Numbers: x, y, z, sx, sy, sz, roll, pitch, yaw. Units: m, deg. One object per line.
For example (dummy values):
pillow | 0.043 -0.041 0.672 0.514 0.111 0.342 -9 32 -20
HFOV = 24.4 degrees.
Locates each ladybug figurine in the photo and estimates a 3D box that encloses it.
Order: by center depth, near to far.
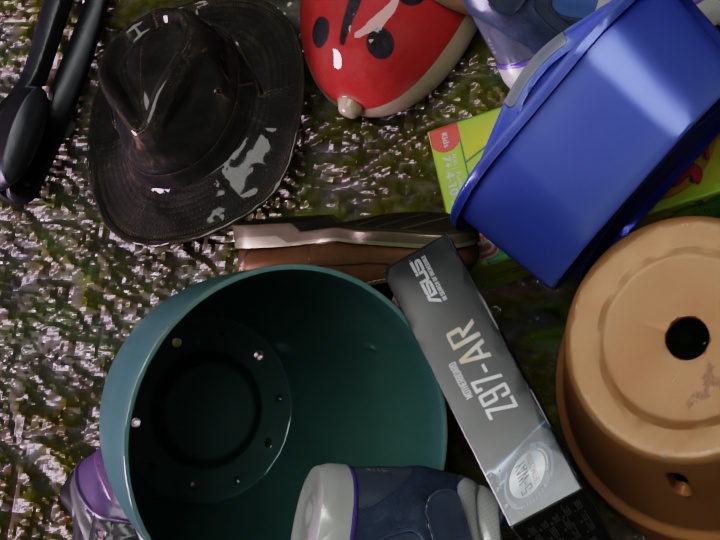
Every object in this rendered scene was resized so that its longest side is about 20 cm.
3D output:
ladybug figurine | 0.020 -0.202 1.142 0.134 0.072 0.202 11 79 23

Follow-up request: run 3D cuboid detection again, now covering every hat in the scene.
hat | -0.131 -0.122 1.158 0.198 0.081 0.203 -11 62 21

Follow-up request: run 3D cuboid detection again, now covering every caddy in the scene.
caddy | 0.134 -0.085 0.960 0.105 0.141 0.200 44 108 11

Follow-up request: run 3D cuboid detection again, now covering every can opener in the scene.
can opener | -0.226 -0.142 1.229 0.078 0.063 0.202 -3 61 48

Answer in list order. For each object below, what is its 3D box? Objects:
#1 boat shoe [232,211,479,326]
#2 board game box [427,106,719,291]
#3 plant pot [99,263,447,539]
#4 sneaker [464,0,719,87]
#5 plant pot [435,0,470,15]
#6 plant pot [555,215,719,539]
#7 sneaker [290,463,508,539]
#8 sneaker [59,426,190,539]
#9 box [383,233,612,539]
boat shoe | 0.000 0.000 1.079 0.199 0.071 0.069 2 99 46
board game box | 0.151 -0.067 1.065 0.198 0.048 0.103 -18 69 15
plant pot | -0.070 0.093 1.018 0.161 0.199 0.203 7 72 66
sneaker | 0.154 -0.213 1.036 0.198 0.081 0.148 -23 109 3
plant pot | 0.097 -0.266 1.087 0.197 0.027 0.203 -2 97 -15
plant pot | 0.199 0.054 0.961 0.198 0.140 0.203 -6 71 19
sneaker | 0.028 0.211 0.934 0.145 0.080 0.203 11 83 -18
sneaker | -0.146 0.211 1.093 0.087 0.075 0.202 -28 62 27
box | 0.085 0.087 0.959 0.043 0.200 0.161 -28 67 4
